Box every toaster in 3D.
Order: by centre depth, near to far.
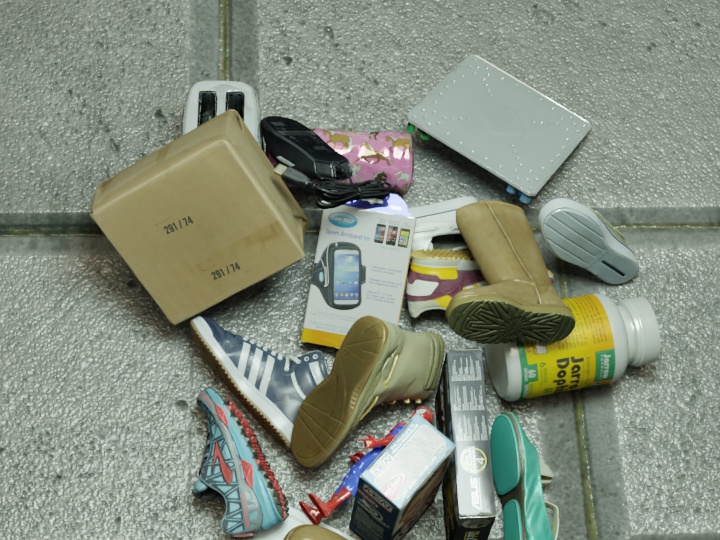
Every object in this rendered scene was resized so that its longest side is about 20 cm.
[{"bbox_3d":[-0.178,-0.156,1.808,0.113,0.129,0.202,3,64,-4],"label":"toaster"}]

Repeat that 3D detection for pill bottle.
[{"bbox_3d":[0.261,0.090,1.727,0.198,0.113,0.114,-10,65,-9],"label":"pill bottle"}]

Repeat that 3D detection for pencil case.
[{"bbox_3d":[-0.026,-0.142,1.834,0.198,0.087,0.084,1,89,-4],"label":"pencil case"}]

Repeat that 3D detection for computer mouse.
[{"bbox_3d":[-0.072,-0.124,1.707,0.199,0.046,0.140,36,27,28],"label":"computer mouse"}]

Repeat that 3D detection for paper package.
[{"bbox_3d":[-0.190,-0.061,1.689,0.199,0.191,0.104,-28,23,14],"label":"paper package"}]

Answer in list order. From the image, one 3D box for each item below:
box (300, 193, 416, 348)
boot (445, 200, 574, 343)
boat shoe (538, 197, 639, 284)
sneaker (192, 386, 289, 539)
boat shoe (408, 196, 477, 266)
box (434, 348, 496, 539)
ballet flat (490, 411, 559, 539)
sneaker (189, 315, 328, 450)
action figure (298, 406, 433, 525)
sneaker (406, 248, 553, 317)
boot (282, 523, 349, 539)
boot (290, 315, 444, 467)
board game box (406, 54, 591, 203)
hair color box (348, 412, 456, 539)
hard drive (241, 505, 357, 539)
[{"bbox_3d":[0.000,0.000,1.748,0.118,0.041,0.202,10,89,1],"label":"box"},{"bbox_3d":[0.152,-0.003,1.672,0.174,0.066,0.201,10,39,-29],"label":"boot"},{"bbox_3d":[0.283,-0.045,1.776,0.072,0.200,0.062,-35,47,20],"label":"boat shoe"},{"bbox_3d":[-0.164,0.225,1.645,0.095,0.079,0.201,-30,54,-2],"label":"sneaker"},{"bbox_3d":[0.073,-0.039,1.800,0.198,0.074,0.066,-18,62,-11],"label":"boat shoe"},{"bbox_3d":[0.121,0.214,1.630,0.049,0.162,0.202,-1,65,-4],"label":"box"},{"bbox_3d":[0.200,0.269,1.671,0.070,0.067,0.202,10,61,-27],"label":"ballet flat"},{"bbox_3d":[-0.113,0.112,1.713,0.108,0.070,0.200,-39,79,-15],"label":"sneaker"},{"bbox_3d":[0.014,0.223,1.664,0.199,0.066,0.052,-33,77,-29],"label":"action figure"},{"bbox_3d":[0.150,0.025,1.783,0.198,0.075,0.091,5,101,-18],"label":"sneaker"},{"bbox_3d":[0.019,0.320,1.527,0.174,0.200,0.067,30,65,-11],"label":"boot"},{"bbox_3d":[0.012,0.152,1.681,0.073,0.155,0.201,35,102,34],"label":"boot"},{"bbox_3d":[0.185,-0.192,1.872,0.199,0.026,0.200,33,45,12],"label":"board game box"},{"bbox_3d":[0.045,0.247,1.586,0.060,0.200,0.100,38,67,14],"label":"hair color box"},{"bbox_3d":[-0.097,0.375,1.610,0.131,0.027,0.201,25,64,8],"label":"hard drive"}]
